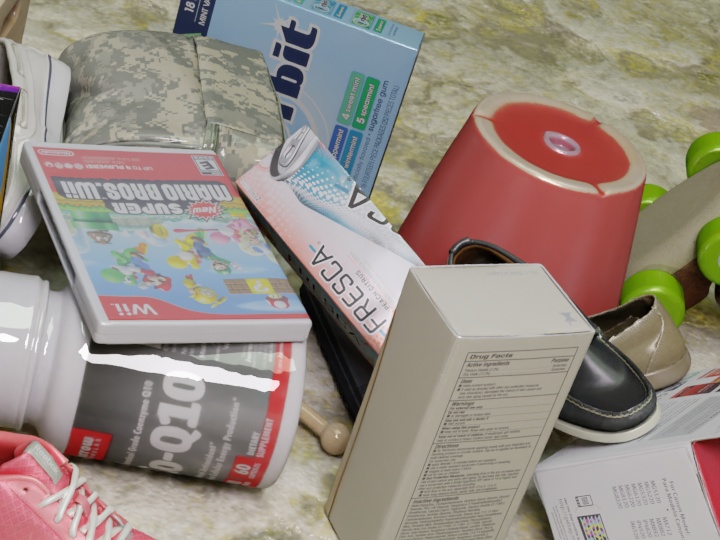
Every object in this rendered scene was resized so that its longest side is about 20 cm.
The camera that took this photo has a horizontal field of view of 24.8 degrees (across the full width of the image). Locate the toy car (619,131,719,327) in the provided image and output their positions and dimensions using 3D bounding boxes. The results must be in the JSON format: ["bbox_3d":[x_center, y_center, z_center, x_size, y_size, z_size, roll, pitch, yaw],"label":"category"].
[{"bbox_3d":[0.326,0.014,1.409,0.200,0.157,0.165,42,30,-20],"label":"toy car"}]

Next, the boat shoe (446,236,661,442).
[{"bbox_3d":[0.125,0.047,1.115,0.071,0.068,0.200,-32,45,-16],"label":"boat shoe"}]

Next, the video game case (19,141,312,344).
[{"bbox_3d":[-0.130,-0.021,1.063,0.142,0.018,0.200,1,36,-28],"label":"video game case"}]

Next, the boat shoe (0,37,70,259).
[{"bbox_3d":[-0.254,-0.095,1.178,0.065,0.072,0.201,29,42,-28],"label":"boat shoe"}]

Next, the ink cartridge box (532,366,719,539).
[{"bbox_3d":[0.246,0.126,1.108,0.199,0.175,0.085,-23,95,-47],"label":"ink cartridge box"}]

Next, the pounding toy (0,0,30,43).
[{"bbox_3d":[-0.376,-0.253,1.379,0.182,0.143,0.201,17,32,-4],"label":"pounding toy"}]

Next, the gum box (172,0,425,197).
[{"bbox_3d":[-0.066,-0.150,1.367,0.198,0.171,0.045,19,30,0],"label":"gum box"}]

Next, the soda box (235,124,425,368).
[{"bbox_3d":[0.000,0.000,1.136,0.068,0.064,0.200,-39,80,-9],"label":"soda box"}]

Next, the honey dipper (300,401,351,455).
[{"bbox_3d":[-0.083,0.065,1.158,0.199,0.038,0.038,36,35,22],"label":"honey dipper"}]

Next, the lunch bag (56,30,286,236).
[{"bbox_3d":[-0.157,-0.097,1.263,0.166,0.140,0.201,13,32,-18],"label":"lunch bag"}]

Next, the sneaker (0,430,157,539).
[{"bbox_3d":[-0.179,0.144,0.936,0.198,0.087,0.074,22,33,3],"label":"sneaker"}]

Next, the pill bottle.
[{"bbox_3d":[-0.142,0.068,1.047,0.198,0.115,0.114,11,32,-12],"label":"pill bottle"}]

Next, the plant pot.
[{"bbox_3d":[0.127,-0.028,1.279,0.199,0.178,0.201,14,31,-9],"label":"plant pot"}]

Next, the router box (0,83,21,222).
[{"bbox_3d":[-0.254,0.003,1.000,0.051,0.201,0.150,11,32,-9],"label":"router box"}]

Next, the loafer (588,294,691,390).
[{"bbox_3d":[0.140,0.065,1.192,0.198,0.068,0.076,-15,18,-7],"label":"loafer"}]

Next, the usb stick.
[{"bbox_3d":[0.004,0.069,1.201,0.055,0.033,0.201,3,35,-24],"label":"usb stick"}]

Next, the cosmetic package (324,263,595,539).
[{"bbox_3d":[0.058,0.097,1.028,0.103,0.201,0.073,0,35,-29],"label":"cosmetic package"}]
